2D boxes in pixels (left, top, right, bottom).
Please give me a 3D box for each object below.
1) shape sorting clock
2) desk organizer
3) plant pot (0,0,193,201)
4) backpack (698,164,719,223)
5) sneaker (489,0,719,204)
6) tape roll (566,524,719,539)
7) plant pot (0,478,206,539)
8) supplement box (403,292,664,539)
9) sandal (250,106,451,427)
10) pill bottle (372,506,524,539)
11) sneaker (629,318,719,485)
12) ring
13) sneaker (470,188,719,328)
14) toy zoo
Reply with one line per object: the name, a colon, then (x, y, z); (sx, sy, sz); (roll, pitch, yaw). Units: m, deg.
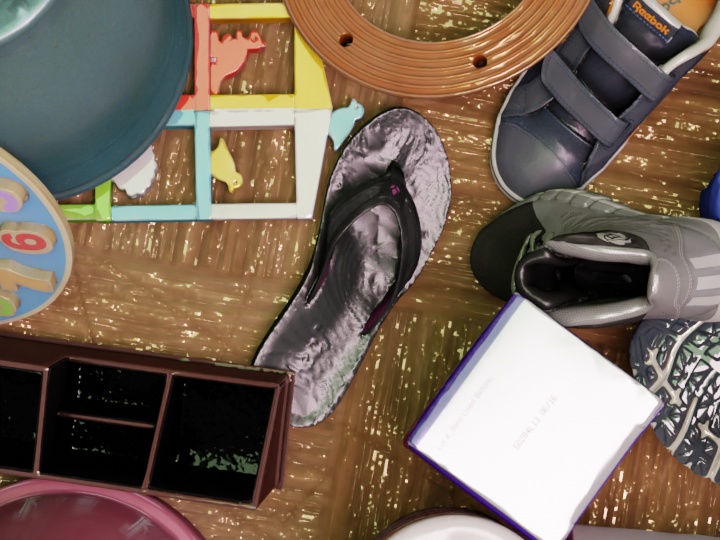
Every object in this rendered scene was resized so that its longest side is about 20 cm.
shape sorting clock: (-0.260, -0.028, 1.376); (0.199, 0.200, 0.039); (18, 56, 2)
desk organizer: (-0.144, 0.086, 1.401); (0.199, 0.077, 0.072); (7, 97, 7)
plant pot: (-0.205, -0.155, 1.358); (0.199, 0.188, 0.201); (-1, 78, 4)
backpack: (0.283, -0.026, 1.363); (0.167, 0.200, 0.163); (-22, 87, -2)
sneaker: (0.150, -0.124, 1.433); (0.078, 0.079, 0.200); (40, 89, 2)
tape roll: (0.175, 0.249, 1.344); (0.138, 0.203, 0.204); (6, 86, 1)
plant pot: (-0.171, 0.213, 1.358); (0.199, 0.179, 0.201); (0, 85, 1)
supplement box: (0.091, 0.086, 1.356); (0.103, 0.200, 0.101); (37, 88, 1)
sandal: (0.001, 0.001, 1.431); (0.075, 0.048, 0.201); (24, 90, -12)
pill bottle: (0.050, 0.189, 1.348); (0.114, 0.200, 0.115); (0, 87, 0)
sneaker: (0.231, 0.097, 1.411); (0.200, 0.086, 0.078); (42, 95, -5)
ring: (0.048, -0.194, 1.443); (0.199, 0.019, 0.201); (-3, 73, 10)
sneaker: (0.110, -0.005, 1.358); (0.115, 0.200, 0.075); (-6, 96, -43)
toy zoo: (-0.097, -0.094, 1.459); (0.199, 0.020, 0.132); (-1, 86, 0)
